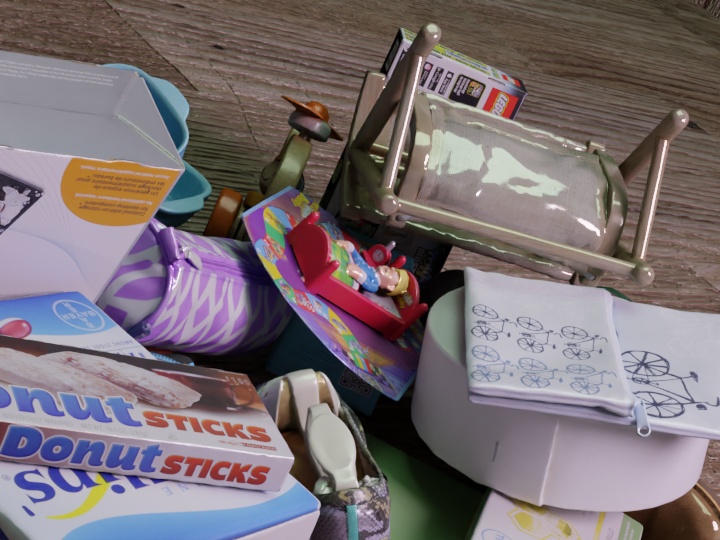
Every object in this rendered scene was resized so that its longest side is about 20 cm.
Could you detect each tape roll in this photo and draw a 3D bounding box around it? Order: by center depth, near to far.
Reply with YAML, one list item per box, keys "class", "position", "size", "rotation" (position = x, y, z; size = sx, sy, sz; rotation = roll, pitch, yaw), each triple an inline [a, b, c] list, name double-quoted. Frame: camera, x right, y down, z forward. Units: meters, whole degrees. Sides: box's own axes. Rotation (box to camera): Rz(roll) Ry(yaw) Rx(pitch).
- class: "tape roll"
  position: [0.135, 0.079, 1.143]
  size: [0.200, 0.071, 0.203]
  rotation: [9, 23, -4]

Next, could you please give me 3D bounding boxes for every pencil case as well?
- class: "pencil case"
  position: [-0.109, 0.008, 1.093]
  size: [0.084, 0.085, 0.200]
  rotation: [62, 15, 14]

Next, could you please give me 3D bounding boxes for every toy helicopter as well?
- class: "toy helicopter"
  position: [-0.057, -0.088, 1.377]
  size: [0.078, 0.133, 0.200]
  rotation: [23, 21, -4]

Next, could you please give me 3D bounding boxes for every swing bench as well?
- class: "swing bench"
  position: [0.098, -0.069, 1.236]
  size: [0.197, 0.131, 0.200]
  rotation: [16, -6, -10]

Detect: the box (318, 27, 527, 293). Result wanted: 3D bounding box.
- class: "box"
  position: [0.039, -0.077, 1.366]
  size: [0.109, 0.201, 0.035]
  rotation: [22, 20, -12]

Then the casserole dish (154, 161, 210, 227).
- class: "casserole dish"
  position: [-0.204, -0.082, 1.307]
  size: [0.199, 0.039, 0.121]
  rotation: [35, 26, 24]

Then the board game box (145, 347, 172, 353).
- class: "board game box"
  position: [-0.224, 0.015, 1.104]
  size: [0.199, 0.020, 0.103]
  rotation: [10, 28, -36]

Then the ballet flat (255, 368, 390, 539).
- class: "ballet flat"
  position: [-0.026, 0.100, 1.043]
  size: [0.071, 0.073, 0.201]
  rotation: [15, 21, -25]

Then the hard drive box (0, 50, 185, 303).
- class: "hard drive box"
  position: [-0.213, -0.020, 0.934]
  size: [0.155, 0.200, 0.077]
  rotation: [4, 46, -41]

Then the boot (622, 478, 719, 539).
- class: "boot"
  position: [0.154, 0.149, 1.170]
  size: [0.199, 0.074, 0.075]
  rotation: [27, 27, 28]

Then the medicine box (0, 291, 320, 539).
- class: "medicine box"
  position: [-0.155, 0.111, 0.847]
  size: [0.199, 0.104, 0.181]
  rotation: [36, 24, 27]

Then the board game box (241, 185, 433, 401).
- class: "board game box"
  position: [0.000, 0.000, 1.170]
  size: [0.158, 0.039, 0.200]
  rotation: [49, 17, 0]

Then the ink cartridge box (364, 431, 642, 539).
- class: "ink cartridge box"
  position: [0.074, 0.156, 1.083]
  size: [0.199, 0.048, 0.146]
  rotation: [30, 22, 5]

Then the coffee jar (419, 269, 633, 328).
- class: "coffee jar"
  position: [0.135, 0.055, 1.330]
  size: [0.199, 0.086, 0.104]
  rotation: [6, 28, -40]

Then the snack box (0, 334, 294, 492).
- class: "snack box"
  position: [-0.130, 0.064, 0.807]
  size: [0.198, 0.024, 0.072]
  rotation: [12, 27, -32]

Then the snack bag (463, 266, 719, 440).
- class: "snack bag"
  position: [0.162, 0.052, 1.098]
  size: [0.198, 0.022, 0.189]
  rotation: [10, 22, 0]

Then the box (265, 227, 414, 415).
- class: "box"
  position: [-0.011, 0.029, 1.273]
  size: [0.082, 0.049, 0.200]
  rotation: [24, 21, -4]

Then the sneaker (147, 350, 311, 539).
- class: "sneaker"
  position: [-0.082, 0.102, 0.991]
  size: [0.081, 0.074, 0.200]
  rotation: [0, 33, -46]

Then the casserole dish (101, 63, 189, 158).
- class: "casserole dish"
  position: [-0.212, -0.079, 1.213]
  size: [0.199, 0.039, 0.121]
  rotation: [-23, 51, -22]
